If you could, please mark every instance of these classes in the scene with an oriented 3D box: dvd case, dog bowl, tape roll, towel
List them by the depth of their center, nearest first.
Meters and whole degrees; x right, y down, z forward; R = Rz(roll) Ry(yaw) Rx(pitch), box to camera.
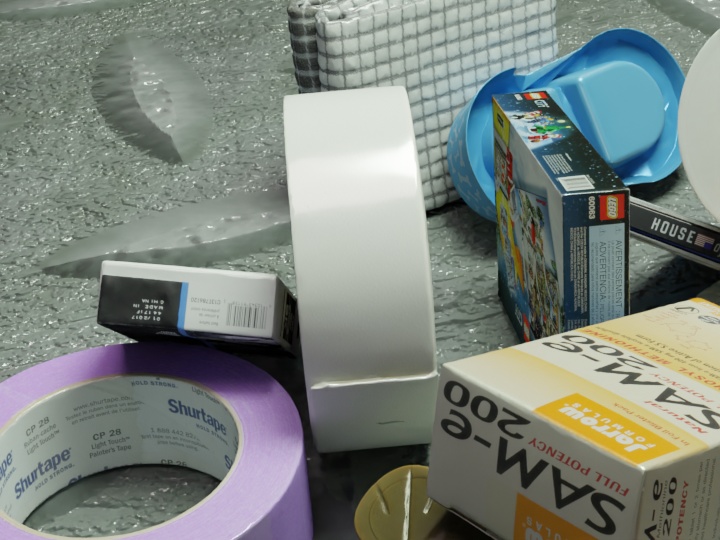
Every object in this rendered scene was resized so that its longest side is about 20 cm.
[{"bbox_3d":[-0.126,0.120,0.819,0.198,0.066,0.201,-3,31,2],"label":"tape roll"},{"bbox_3d":[0.000,0.000,0.866,0.070,0.204,0.203,-5,32,-1],"label":"tape roll"},{"bbox_3d":[0.245,-0.001,0.926,0.199,0.025,0.150,25,7,38],"label":"dvd case"},{"bbox_3d":[0.146,-0.097,1.094,0.199,0.112,0.050,-24,3,-27],"label":"dog bowl"},{"bbox_3d":[0.048,-0.139,1.117,0.199,0.167,0.085,-22,30,-26],"label":"towel"}]

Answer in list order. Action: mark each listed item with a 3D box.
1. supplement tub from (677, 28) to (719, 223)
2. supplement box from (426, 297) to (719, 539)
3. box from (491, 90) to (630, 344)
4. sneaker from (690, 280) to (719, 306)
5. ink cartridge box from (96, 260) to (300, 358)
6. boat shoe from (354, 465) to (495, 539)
[{"bbox_3d":[0.285,-0.083,0.860,0.199,0.146,0.145,-7,26,-41],"label":"supplement tub"},{"bbox_3d":[0.146,0.079,0.743,0.199,0.074,0.126,-12,26,-41],"label":"supplement box"},{"bbox_3d":[0.113,-0.012,0.899,0.037,0.138,0.200,-6,22,-4],"label":"box"},{"bbox_3d":[0.234,0.070,0.852,0.088,0.076,0.200,-23,26,-24],"label":"sneaker"},{"bbox_3d":[-0.087,0.027,0.919,0.099,0.040,0.200,4,-6,4],"label":"ink cartridge box"},{"bbox_3d":[0.079,0.166,0.730,0.200,0.063,0.073,28,66,38],"label":"boat shoe"}]
